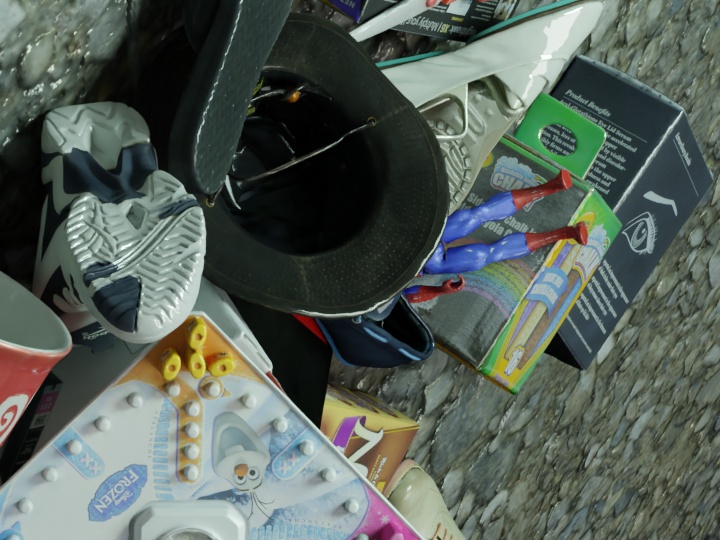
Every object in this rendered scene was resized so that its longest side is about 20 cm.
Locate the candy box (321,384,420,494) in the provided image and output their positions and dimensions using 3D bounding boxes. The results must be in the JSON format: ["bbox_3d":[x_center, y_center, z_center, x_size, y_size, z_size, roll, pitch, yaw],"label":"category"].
[{"bbox_3d":[-0.040,0.143,1.758,0.117,0.056,0.200,-62,155,5],"label":"candy box"}]

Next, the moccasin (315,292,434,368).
[{"bbox_3d":[0.000,0.000,1.544,0.200,0.068,0.081,52,45,-59],"label":"moccasin"}]

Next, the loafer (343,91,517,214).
[{"bbox_3d":[0.046,-0.086,1.629,0.200,0.068,0.076,-45,106,-31],"label":"loafer"}]

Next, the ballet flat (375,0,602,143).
[{"bbox_3d":[0.072,-0.122,1.558,0.200,0.070,0.070,-19,145,-4],"label":"ballet flat"}]

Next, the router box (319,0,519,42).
[{"bbox_3d":[0.060,-0.232,1.533,0.200,0.052,0.158,1,118,-61],"label":"router box"}]

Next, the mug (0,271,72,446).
[{"bbox_3d":[-0.243,0.096,1.255,0.177,0.133,0.200,21,104,-46],"label":"mug"}]

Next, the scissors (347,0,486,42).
[{"bbox_3d":[0.052,-0.173,1.506,0.200,0.014,0.073,-43,151,-28],"label":"scissors"}]

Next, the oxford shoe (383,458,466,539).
[{"bbox_3d":[0.061,0.221,1.995,0.071,0.074,0.200,-52,153,-14],"label":"oxford shoe"}]

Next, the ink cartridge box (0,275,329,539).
[{"bbox_3d":[-0.138,0.102,1.340,0.200,0.174,0.044,-36,132,-1],"label":"ink cartridge box"}]

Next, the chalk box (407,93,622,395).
[{"bbox_3d":[0.106,-0.030,1.740,0.200,0.124,0.124,-56,160,-2],"label":"chalk box"}]

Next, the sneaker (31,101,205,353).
[{"bbox_3d":[-0.135,0.009,1.300,0.079,0.199,0.130,-11,127,-20],"label":"sneaker"}]

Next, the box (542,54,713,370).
[{"bbox_3d":[0.177,-0.045,1.882,0.200,0.104,0.148,-55,154,-8],"label":"box"}]

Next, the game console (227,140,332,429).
[{"bbox_3d":[-0.059,0.012,1.529,0.200,0.031,0.177,43,53,-63],"label":"game console"}]

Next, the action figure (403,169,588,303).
[{"bbox_3d":[0.056,-0.016,1.657,0.052,0.200,0.066,-48,119,-74],"label":"action figure"}]

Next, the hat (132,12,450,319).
[{"bbox_3d":[-0.051,-0.052,1.416,0.201,0.201,0.081,-43,177,-28],"label":"hat"}]

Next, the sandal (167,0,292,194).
[{"bbox_3d":[-0.082,-0.139,1.359,0.075,0.048,0.201,67,36,-57],"label":"sandal"}]

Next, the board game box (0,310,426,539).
[{"bbox_3d":[-0.092,0.159,1.275,0.200,0.200,0.026,-44,-168,0],"label":"board game box"}]
